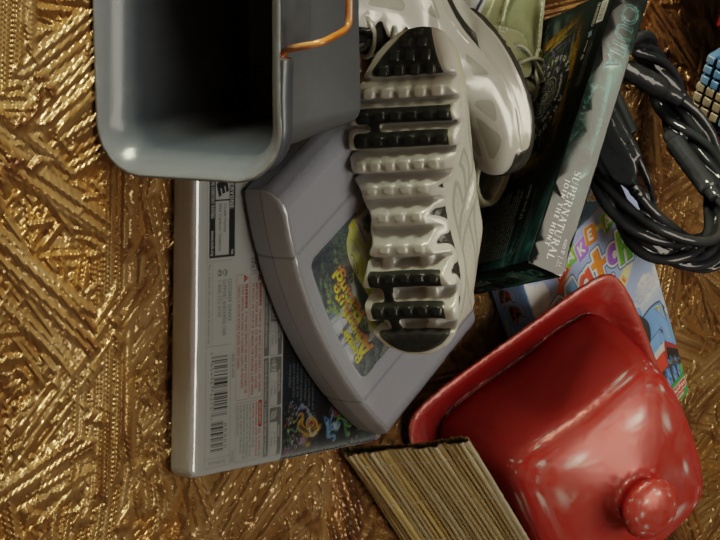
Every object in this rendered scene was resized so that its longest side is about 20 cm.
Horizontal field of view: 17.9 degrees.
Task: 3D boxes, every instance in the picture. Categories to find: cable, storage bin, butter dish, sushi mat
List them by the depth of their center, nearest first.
[{"bbox_3d":[-0.058,-0.159,1.318,0.134,0.145,0.200,-18,110,-58],"label":"storage bin"},{"bbox_3d":[0.069,0.181,1.547,0.200,0.096,0.012,59,34,-37],"label":"sushi mat"},{"bbox_3d":[0.163,0.140,1.581,0.200,0.148,0.200,-34,121,-17],"label":"butter dish"},{"bbox_3d":[0.215,-0.089,1.683,0.200,0.051,0.163,58,33,-4],"label":"cable"}]

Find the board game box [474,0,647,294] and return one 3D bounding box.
[{"bbox_3d":[0.125,-0.085,1.545,0.028,0.135,0.200,23,77,-18],"label":"board game box"}]

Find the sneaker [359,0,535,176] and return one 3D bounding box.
[{"bbox_3d":[0.026,-0.136,1.451,0.115,0.076,0.201,-30,96,-35],"label":"sneaker"}]

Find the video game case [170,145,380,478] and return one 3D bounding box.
[{"bbox_3d":[-0.049,0.019,1.435,0.182,0.023,0.200,-6,100,-49],"label":"video game case"}]

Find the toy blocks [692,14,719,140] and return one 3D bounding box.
[{"bbox_3d":[0.313,-0.153,1.777,0.137,0.100,0.200,-31,145,-42],"label":"toy blocks"}]

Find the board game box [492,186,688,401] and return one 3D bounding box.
[{"bbox_3d":[0.173,0.051,1.697,0.151,0.037,0.200,-44,126,-37],"label":"board game box"}]

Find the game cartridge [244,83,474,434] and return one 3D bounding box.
[{"bbox_3d":[0.000,0.000,1.448,0.133,0.041,0.200,-47,128,-31],"label":"game cartridge"}]

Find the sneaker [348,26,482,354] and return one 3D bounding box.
[{"bbox_3d":[0.041,-0.052,1.418,0.081,0.075,0.200,-21,113,-62],"label":"sneaker"}]

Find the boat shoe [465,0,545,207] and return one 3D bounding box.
[{"bbox_3d":[0.095,-0.128,1.554,0.072,0.062,0.200,31,72,-48],"label":"boat shoe"}]
